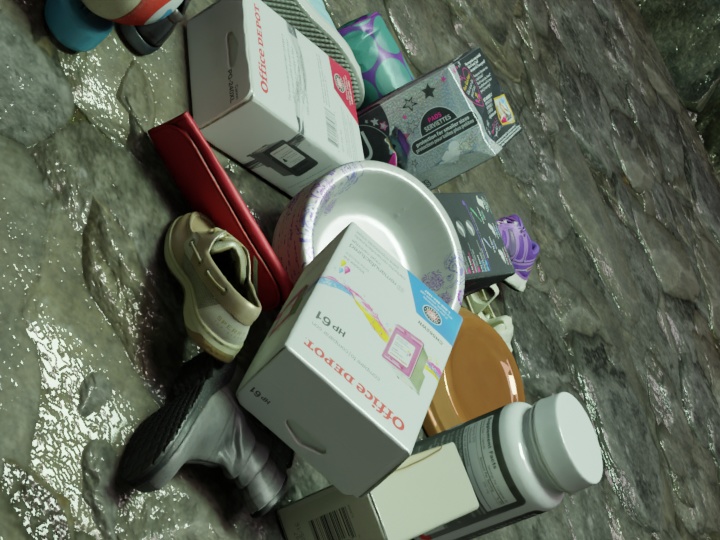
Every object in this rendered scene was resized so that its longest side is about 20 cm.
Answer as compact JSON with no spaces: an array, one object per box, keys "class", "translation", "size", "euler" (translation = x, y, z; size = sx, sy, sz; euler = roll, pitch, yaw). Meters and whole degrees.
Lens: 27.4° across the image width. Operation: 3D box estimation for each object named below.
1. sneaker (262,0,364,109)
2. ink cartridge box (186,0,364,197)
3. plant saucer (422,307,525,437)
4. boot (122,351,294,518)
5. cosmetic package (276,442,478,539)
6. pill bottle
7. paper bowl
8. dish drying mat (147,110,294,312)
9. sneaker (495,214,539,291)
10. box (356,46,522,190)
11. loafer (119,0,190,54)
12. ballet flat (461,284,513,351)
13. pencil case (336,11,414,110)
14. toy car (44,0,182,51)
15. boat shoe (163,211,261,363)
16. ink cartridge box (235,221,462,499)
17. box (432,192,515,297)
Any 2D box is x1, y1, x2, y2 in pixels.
[{"class":"sneaker","translation":[-0.053,-0.278,1.706],"size":[0.201,0.073,0.082],"euler":[56,31,-21]},{"class":"ink cartridge box","translation":[-0.088,-0.178,1.541],"size":[0.199,0.083,0.147],"euler":[32,41,-48]},{"class":"plant saucer","translation":[0.131,0.134,1.699],"size":[0.199,0.037,0.203],"euler":[28,52,-41]},{"class":"boot","translation":[-0.113,0.154,1.224],"size":[0.132,0.069,0.200],"euler":[57,28,-14]},{"class":"cosmetic package","translation":[0.020,0.223,1.381],"size":[0.199,0.103,0.074],"euler":[-5,71,-64]},{"class":"pill bottle","translation":[0.139,0.203,1.509],"size":[0.114,0.198,0.115],"euler":[42,34,-38]},{"class":"paper bowl","translation":[0.000,0.000,1.485],"size":[0.198,0.104,0.204],"euler":[12,67,-30]},{"class":"dish drying mat","translation":[-0.130,-0.050,1.372],"size":[0.018,0.076,0.202],"euler":[-39,104,-33]},{"class":"sneaker","translation":[0.169,-0.043,1.889],"size":[0.080,0.084,0.200],"euler":[31,0,32]},{"class":"box","translation":[0.060,-0.149,1.662],"size":[0.116,0.198,0.132],"euler":[60,26,-5]},{"class":"loafer","translation":[-0.186,-0.289,1.475],"size":[0.072,0.062,0.201],"euler":[48,31,-30]},{"class":"ballet flat","translation":[0.149,0.054,1.808],"size":[0.202,0.069,0.069],"euler":[65,26,-2]},{"class":"pencil case","translation":[0.032,-0.211,1.794],"size":[0.202,0.084,0.092],"euler":[61,-12,-7]},{"class":"toy car","translation":[-0.163,-0.292,1.347],"size":[0.198,0.183,0.179],"euler":[12,56,-45]},{"class":"boat shoe","translation":[-0.123,-0.001,1.292],"size":[0.072,0.065,0.201],"euler":[33,19,-27]},{"class":"ink cartridge box","translation":[-0.005,0.076,1.294],"size":[0.144,0.085,0.201],"euler":[40,38,-10]},{"class":"box","translation":[0.074,-0.018,1.663],"size":[0.199,0.121,0.107],"euler":[-6,73,-64]}]
